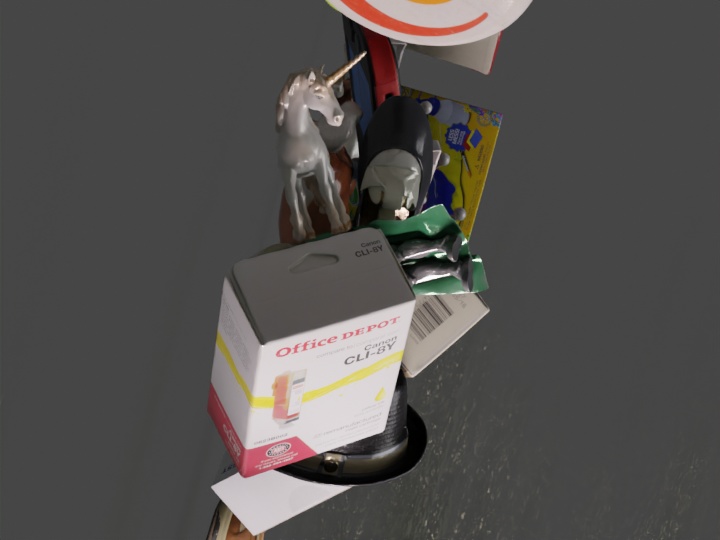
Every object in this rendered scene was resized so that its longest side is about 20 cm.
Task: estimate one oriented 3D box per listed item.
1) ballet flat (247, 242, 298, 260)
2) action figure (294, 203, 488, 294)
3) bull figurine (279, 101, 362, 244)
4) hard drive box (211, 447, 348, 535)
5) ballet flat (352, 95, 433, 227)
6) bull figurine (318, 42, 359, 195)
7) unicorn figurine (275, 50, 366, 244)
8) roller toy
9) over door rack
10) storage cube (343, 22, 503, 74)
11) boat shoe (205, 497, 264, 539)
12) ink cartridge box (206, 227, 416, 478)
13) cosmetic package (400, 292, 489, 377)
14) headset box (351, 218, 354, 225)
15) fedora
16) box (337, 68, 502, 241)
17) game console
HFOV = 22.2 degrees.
[{"bbox_3d":[-0.090,0.030,1.597,0.201,0.067,0.063,108,-29,-47],"label":"ballet flat"},{"bbox_3d":[0.000,0.000,1.608,0.119,0.198,0.055,60,33,-41],"label":"action figure"},{"bbox_3d":[-0.037,-0.068,1.708,0.121,0.064,0.202,-41,146,-70],"label":"bull figurine"},{"bbox_3d":[-0.054,0.162,1.921,0.155,0.077,0.201,-30,-158,26],"label":"hard drive box"},{"bbox_3d":[0.026,-0.055,1.641,0.073,0.072,0.202,-70,173,-61],"label":"ballet flat"},{"bbox_3d":[-0.016,-0.154,1.917,0.122,0.064,0.202,80,23,-76],"label":"bull figurine"},{"bbox_3d":[-0.042,-0.096,1.535,0.200,0.073,0.139,175,-98,-74],"label":"unicorn figurine"},{"bbox_3d":[0.054,-0.268,1.312,0.183,0.198,0.141,70,30,-51],"label":"roller toy"},{"bbox_3d":[0.058,-0.121,1.826,0.201,0.066,0.149,88,-12,-58],"label":"over door rack"},{"bbox_3d":[0.089,-0.343,1.900,0.200,0.169,0.181,102,6,-65],"label":"storage cube"},{"bbox_3d":[-0.114,0.244,2.021,0.076,0.073,0.202,102,4,-59],"label":"boat shoe"},{"bbox_3d":[-0.044,0.071,1.546,0.084,0.144,0.201,61,-24,32],"label":"ink cartridge box"},{"bbox_3d":[0.055,0.047,1.810,0.103,0.073,0.200,-40,180,-5],"label":"cosmetic package"},{"bbox_3d":[-0.024,0.015,1.873,0.149,0.077,0.200,-41,-178,9],"label":"headset box"},{"bbox_3d":[-0.028,0.116,1.716,0.201,0.198,0.092,-70,174,-61],"label":"fedora"},{"bbox_3d":[0.039,-0.094,2.042,0.122,0.190,0.202,84,21,-84],"label":"box"},{"bbox_3d":[0.010,-0.154,1.737,0.177,0.031,0.202,-116,-164,-56],"label":"game console"}]
